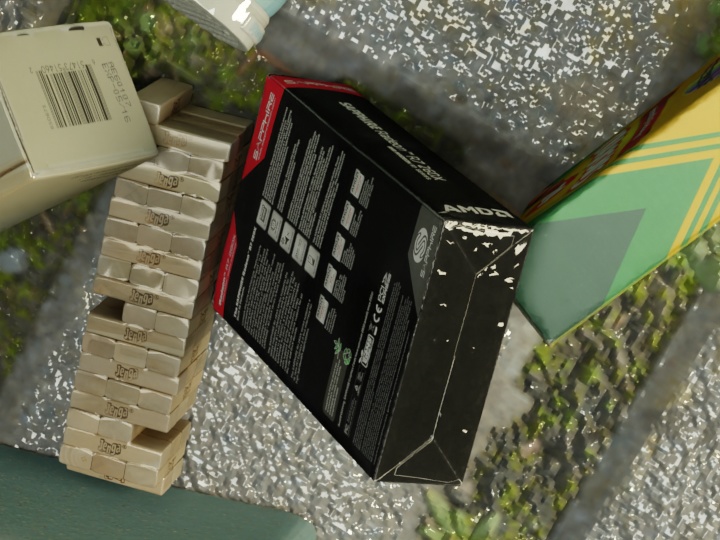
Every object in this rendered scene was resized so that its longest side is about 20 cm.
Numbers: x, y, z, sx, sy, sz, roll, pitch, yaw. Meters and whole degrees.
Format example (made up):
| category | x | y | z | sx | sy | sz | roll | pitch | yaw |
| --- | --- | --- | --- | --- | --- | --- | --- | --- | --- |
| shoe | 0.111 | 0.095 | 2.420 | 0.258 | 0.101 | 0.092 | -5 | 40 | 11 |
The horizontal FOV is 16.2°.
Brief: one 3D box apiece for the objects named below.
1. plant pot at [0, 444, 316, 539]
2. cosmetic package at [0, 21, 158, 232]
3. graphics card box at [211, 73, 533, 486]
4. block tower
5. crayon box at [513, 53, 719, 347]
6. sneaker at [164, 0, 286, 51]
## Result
| category | x | y | z | sx | sy | sz | roll | pitch | yaw |
| --- | --- | --- | --- | --- | --- | --- | --- | --- | --- |
| plant pot | -0.149 | 0.224 | 1.241 | 0.195 | 0.200 | 0.198 | 12 | 107 | 9 |
| cosmetic package | -0.208 | -0.046 | 1.210 | 0.199 | 0.103 | 0.073 | -25 | 86 | 33 |
| graphics card box | 0.000 | 0.000 | 1.161 | 0.051 | 0.200 | 0.126 | 6 | 108 | -27 |
| block tower | -0.100 | 0.011 | 1.253 | 0.057 | 0.054 | 0.201 | 14 | 107 | 9 |
| crayon box | 0.155 | -0.057 | 1.139 | 0.200 | 0.127 | 0.051 | -38 | 93 | 18 |
| sneaker | -0.106 | -0.192 | 1.206 | 0.200 | 0.074 | 0.082 | 39 | 82 | 4 |
